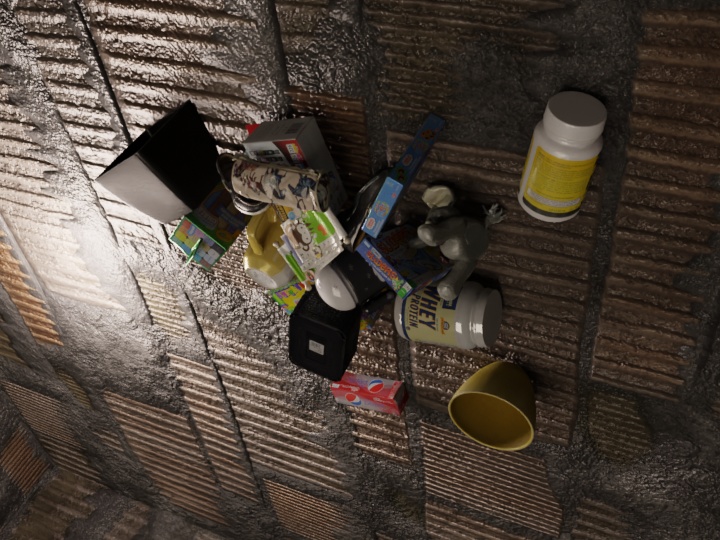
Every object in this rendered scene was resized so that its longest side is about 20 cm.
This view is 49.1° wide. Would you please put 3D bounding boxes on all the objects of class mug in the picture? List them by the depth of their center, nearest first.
[{"bbox_3d":[-0.198,-0.055,1.749,0.186,0.153,0.149,39,155,-27],"label":"mug"}]

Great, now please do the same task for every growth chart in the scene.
[{"bbox_3d":[-0.102,-0.063,1.585,0.145,0.018,0.200,49,133,5],"label":"growth chart"}]

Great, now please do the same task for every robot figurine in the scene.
[{"bbox_3d":[-0.001,-0.001,1.667,0.150,0.200,0.125,47,168,42],"label":"robot figurine"}]

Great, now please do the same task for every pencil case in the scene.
[{"bbox_3d":[-0.151,-0.169,1.495,0.199,0.078,0.090,13,122,19],"label":"pencil case"}]

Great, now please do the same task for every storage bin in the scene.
[{"bbox_3d":[-0.081,0.144,1.769,0.135,0.094,0.200,21,141,12],"label":"storage bin"}]

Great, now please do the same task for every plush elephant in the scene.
[{"bbox_3d":[0.164,-0.072,1.530,0.155,0.200,0.165,19,144,53],"label":"plush elephant"}]

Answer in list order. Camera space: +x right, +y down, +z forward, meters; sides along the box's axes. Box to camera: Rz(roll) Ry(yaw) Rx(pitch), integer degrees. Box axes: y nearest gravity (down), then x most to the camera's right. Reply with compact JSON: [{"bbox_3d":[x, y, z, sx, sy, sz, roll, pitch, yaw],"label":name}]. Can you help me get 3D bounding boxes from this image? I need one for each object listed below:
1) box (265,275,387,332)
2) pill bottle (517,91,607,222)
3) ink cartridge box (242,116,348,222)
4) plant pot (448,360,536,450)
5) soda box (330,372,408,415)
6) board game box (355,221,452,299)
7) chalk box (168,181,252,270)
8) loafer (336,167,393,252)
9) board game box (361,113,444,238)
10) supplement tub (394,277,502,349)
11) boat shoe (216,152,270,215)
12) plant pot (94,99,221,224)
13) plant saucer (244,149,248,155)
[{"bbox_3d":[-0.075,0.051,1.835,0.200,0.122,0.193,-20,118,45],"label":"box"},{"bbox_3d":[0.336,-0.188,1.312,0.114,0.114,0.200,21,140,14],"label":"pill bottle"},{"bbox_3d":[-0.145,-0.198,1.589,0.175,0.084,0.200,1,132,32],"label":"ink cartridge box"},{"bbox_3d":[0.320,0.293,1.807,0.200,0.142,0.200,19,140,17],"label":"plant pot"},{"bbox_3d":[0.024,0.327,2.107,0.199,0.063,0.070,6,134,30],"label":"soda box"},{"bbox_3d":[0.091,-0.024,1.561,0.135,0.200,0.034,46,119,11],"label":"board game box"},{"bbox_3d":[-0.347,-0.094,1.804,0.124,0.200,0.124,41,140,-10],"label":"chalk box"},{"bbox_3d":[0.021,-0.122,1.589,0.072,0.073,0.200,51,121,17],"label":"loafer"},{"bbox_3d":[0.078,-0.173,1.433,0.037,0.200,0.151,31,141,3],"label":"board game box"},{"bbox_3d":[0.188,0.089,1.680,0.199,0.145,0.145,7,135,28],"label":"supplement tub"},{"bbox_3d":[-0.249,-0.186,1.657,0.200,0.074,0.060,53,168,45],"label":"boat shoe"},{"bbox_3d":[-0.419,-0.218,1.722,0.199,0.200,0.178,-18,120,44],"label":"plant pot"},{"bbox_3d":[-0.151,-0.215,1.673,0.200,0.039,0.201,18,139,16],"label":"plant saucer"}]
